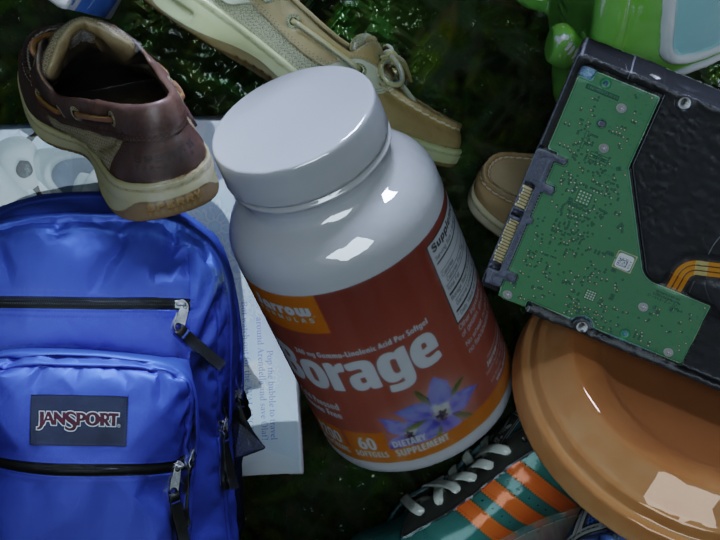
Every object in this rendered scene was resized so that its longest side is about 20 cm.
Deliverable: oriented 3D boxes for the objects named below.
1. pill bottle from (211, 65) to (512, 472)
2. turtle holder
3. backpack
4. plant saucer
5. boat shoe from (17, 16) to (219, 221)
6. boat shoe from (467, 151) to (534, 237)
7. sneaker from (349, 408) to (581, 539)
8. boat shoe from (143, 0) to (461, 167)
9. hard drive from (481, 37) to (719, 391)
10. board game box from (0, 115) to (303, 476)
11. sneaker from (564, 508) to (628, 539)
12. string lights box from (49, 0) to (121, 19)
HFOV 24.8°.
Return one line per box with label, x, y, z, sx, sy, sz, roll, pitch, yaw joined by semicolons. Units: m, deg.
pill bottle;0.000;0.000;0.841;0.112;0.112;0.200;-25;126;0
turtle holder;0.155;-0.152;0.853;0.132;0.141;0.186;-2;96;-6
backpack;-0.128;0.063;0.810;0.162;0.168;0.200;1;96;-11
plant saucer;0.180;0.066;0.863;0.200;0.200;0.037;13;135;-5
boat shoe;-0.129;-0.095;0.817;0.072;0.200;0.072;-20;124;-15
boat shoe;0.156;-0.037;0.877;0.200;0.074;0.069;15;135;13
sneaker;0.079;0.119;0.922;0.200;0.071;0.080;-17;97;-9
boat shoe;-0.025;-0.124;0.883;0.201;0.073;0.063;32;98;1
hard drive;0.176;-0.015;0.814;0.200;0.038;0.140;21;116;3
board game box;-0.134;0.017;0.907;0.199;0.043;0.200;-2;97;-1
sneaker;0.138;0.154;0.838;0.076;0.077;0.200;27;63;7
string lights box;-0.162;-0.174;0.802;0.103;0.200;0.059;31;95;-7
